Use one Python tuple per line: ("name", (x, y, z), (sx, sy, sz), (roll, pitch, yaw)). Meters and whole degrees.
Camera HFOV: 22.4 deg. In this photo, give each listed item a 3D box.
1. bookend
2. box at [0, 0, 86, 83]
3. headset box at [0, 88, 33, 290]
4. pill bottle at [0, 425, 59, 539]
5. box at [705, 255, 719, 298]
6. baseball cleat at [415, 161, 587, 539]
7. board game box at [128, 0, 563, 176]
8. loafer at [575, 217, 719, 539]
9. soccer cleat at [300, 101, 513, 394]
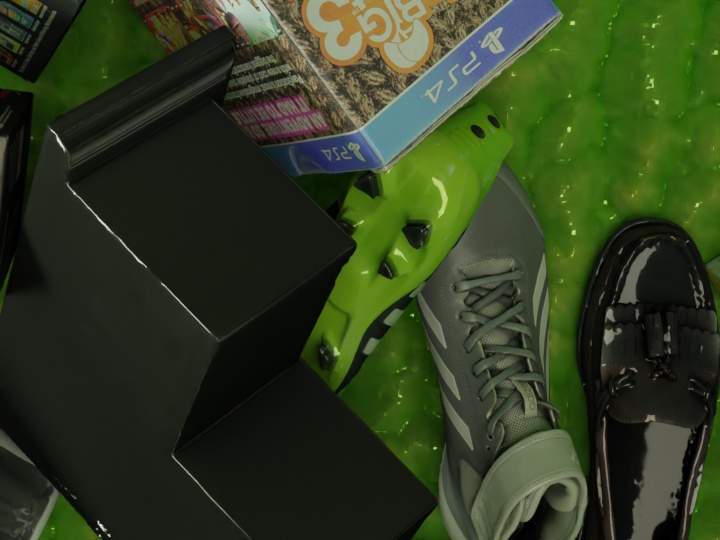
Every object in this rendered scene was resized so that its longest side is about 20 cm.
("bookend", (-0.044, 0.049, 0.721), (0.199, 0.200, 0.092), (44, 53, 14))
("box", (-0.171, -0.152, 0.701), (0.161, 0.200, 0.049), (33, 75, -12))
("headset box", (-0.240, -0.042, 0.742), (0.198, 0.149, 0.076), (7, 101, -9))
("pill bottle", (-0.238, 0.079, 0.789), (0.199, 0.106, 0.107), (33, 97, -12))
("box", (0.264, -0.026, 0.840), (0.199, 0.075, 0.050), (-30, 104, 0))
("baseball cleat", (0.070, 0.047, 0.817), (0.069, 0.106, 0.201), (-13, 108, -16))
("board game box", (-0.040, -0.144, 0.728), (0.097, 0.159, 0.200), (-40, 104, -15))
("loafer", (0.139, 0.079, 0.853), (0.071, 0.063, 0.202), (2, 102, -7))
("soccer cleat", (0.000, 0.000, 0.790), (0.068, 0.081, 0.200), (49, 137, 4))
